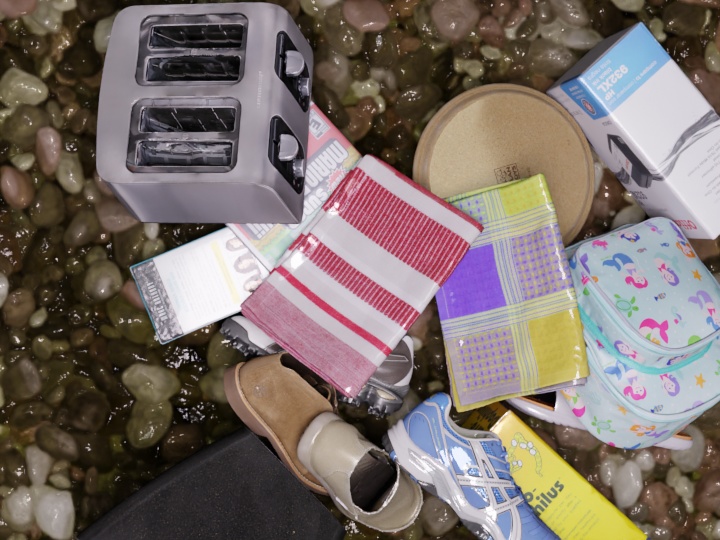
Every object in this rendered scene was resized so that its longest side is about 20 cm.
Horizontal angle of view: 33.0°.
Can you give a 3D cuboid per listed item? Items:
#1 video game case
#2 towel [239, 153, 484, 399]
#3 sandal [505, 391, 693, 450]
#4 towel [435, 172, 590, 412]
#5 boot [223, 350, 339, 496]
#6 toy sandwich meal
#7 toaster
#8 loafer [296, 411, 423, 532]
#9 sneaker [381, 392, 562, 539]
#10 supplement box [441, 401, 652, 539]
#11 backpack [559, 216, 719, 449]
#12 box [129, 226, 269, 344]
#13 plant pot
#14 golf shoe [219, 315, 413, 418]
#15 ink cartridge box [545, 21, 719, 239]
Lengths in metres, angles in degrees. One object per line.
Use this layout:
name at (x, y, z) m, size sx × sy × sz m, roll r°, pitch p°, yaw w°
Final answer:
video game case at (-0.034, -0.043, 1.170) m, size 0.143 × 0.017 × 0.200 m, roll -42°, pitch 89°, yaw -5°
towel at (0.000, 0.000, 1.116) m, size 0.144 × 0.023 × 0.200 m, roll 34°, pitch 79°, yaw 23°
sandal at (0.243, 0.133, 1.228) m, size 0.205 × 0.079 × 0.060 m, roll 13°, pitch 90°, yaw -13°
towel at (0.129, 0.022, 1.117) m, size 0.143 × 0.023 × 0.202 m, roll -13°, pitch 84°, yaw 32°
boot at (-0.044, 0.150, 1.165) m, size 0.075 × 0.074 × 0.200 m, roll -25°, pitch 129°, yaw 19°
toy sandwich meal at (0.137, -0.084, 1.214) m, size 0.203 × 0.070 × 0.207 m, roll 0°, pitch 88°, yaw -6°
toaster at (-0.146, -0.143, 1.117) m, size 0.198 × 0.119 × 0.183 m, roll 1°, pitch 73°, yaw 9°
loafer at (0.009, 0.207, 1.165) m, size 0.076 × 0.068 × 0.200 m, roll -53°, pitch 138°, yaw -8°
sneaker at (0.115, 0.195, 1.107) m, size 0.200 × 0.076 × 0.077 m, roll 41°, pitch 93°, yaw -4°
supplement box at (0.174, 0.235, 1.205) m, size 0.200 × 0.109 × 0.110 m, roll 42°, pitch 89°, yaw -5°
backpack at (0.258, 0.059, 1.149) m, size 0.176 × 0.151 × 0.201 m, roll -17°, pitch 71°, yaw -31°
box at (-0.119, -0.004, 1.202) m, size 0.199 × 0.049 × 0.083 m, roll -22°, pitch 93°, yaw -3°
plant pot at (-0.124, 0.260, 1.139) m, size 0.200 × 0.200 × 0.177 m, roll 43°, pitch 76°, yaw 6°
golf shoe at (-0.040, 0.072, 1.206) m, size 0.199 × 0.078 × 0.095 m, roll 23°, pitch 81°, yaw -13°
ink cartridge box at (0.286, -0.130, 1.181) m, size 0.084 × 0.145 × 0.200 m, roll -41°, pitch 95°, yaw -2°
